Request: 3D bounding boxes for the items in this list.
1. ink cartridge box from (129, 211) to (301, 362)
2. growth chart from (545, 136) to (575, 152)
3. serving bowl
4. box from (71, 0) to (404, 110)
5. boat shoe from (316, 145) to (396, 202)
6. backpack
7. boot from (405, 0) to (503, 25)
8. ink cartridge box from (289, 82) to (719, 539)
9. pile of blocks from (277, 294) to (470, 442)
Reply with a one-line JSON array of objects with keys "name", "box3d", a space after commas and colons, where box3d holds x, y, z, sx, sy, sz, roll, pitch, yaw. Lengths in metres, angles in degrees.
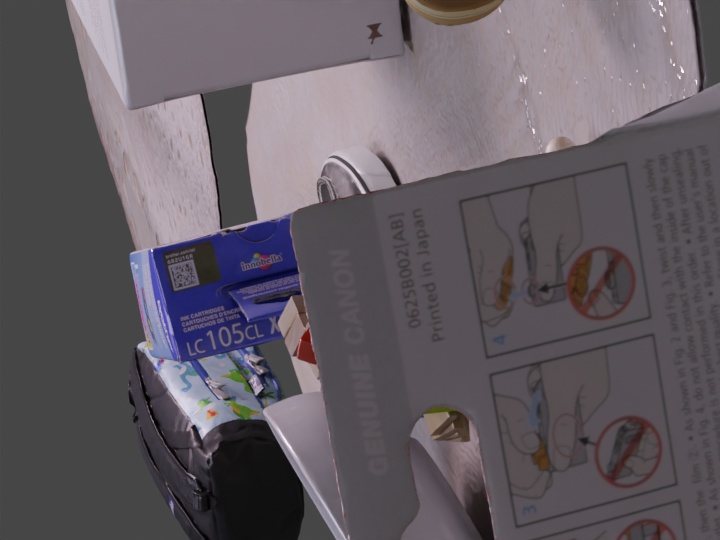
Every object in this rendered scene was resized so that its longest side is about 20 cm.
[{"name": "ink cartridge box", "box3d": [-0.065, 0.006, 1.512, 0.200, 0.136, 0.076, 167, 88, -80]}, {"name": "growth chart", "box3d": [0.101, 0.057, 1.021, 0.200, 0.018, 0.145, 92, 162, -56]}, {"name": "serving bowl", "box3d": [0.025, 0.144, 1.327, 0.200, 0.066, 0.200, 57, 176, 7]}, {"name": "box", "box3d": [-0.077, -0.180, 1.313, 0.200, 0.152, 0.106, -124, 25, -62]}, {"name": "boat shoe", "box3d": [0.000, 0.000, 1.358, 0.200, 0.064, 0.071, -115, 16, -49]}, {"name": "backpack", "box3d": [-0.120, 0.134, 2.002, 0.200, 0.154, 0.163, 36, 145, 42]}, {"name": "boot", "box3d": [0.019, -0.164, 1.036, 0.155, 0.073, 0.200, 101, 156, -64]}, {"name": "ink cartridge box", "box3d": [0.090, 0.037, 0.542, 0.057, 0.200, 0.163, -139, 38, -76]}, {"name": "pile of blocks", "box3d": [0.011, 0.047, 1.202, 0.200, 0.062, 0.082, -10, 84, 61]}]
